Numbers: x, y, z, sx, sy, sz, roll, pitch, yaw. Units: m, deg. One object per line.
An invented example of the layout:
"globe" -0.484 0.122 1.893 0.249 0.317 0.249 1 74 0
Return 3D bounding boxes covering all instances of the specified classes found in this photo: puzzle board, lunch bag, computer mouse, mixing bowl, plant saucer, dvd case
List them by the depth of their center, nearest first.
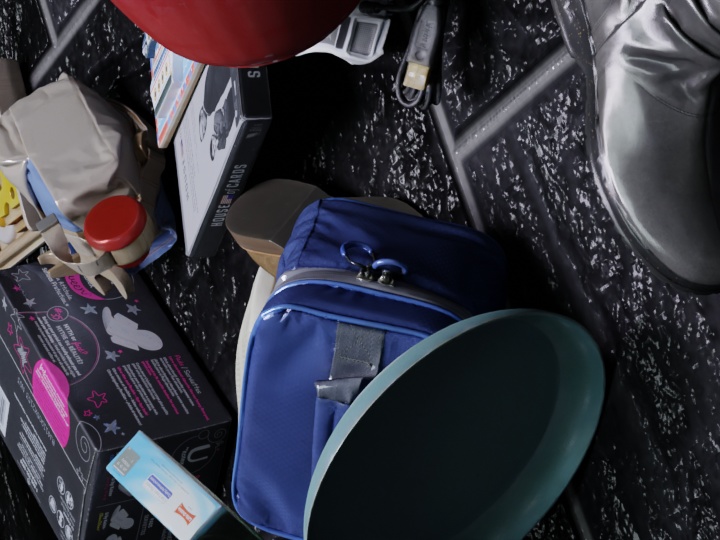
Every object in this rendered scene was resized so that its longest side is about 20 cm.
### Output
"plant saucer" 0.047 0.098 1.343 0.027 0.199 0.201 45 137 37
"mixing bowl" -0.065 -0.188 1.416 0.200 0.199 0.109 38 155 49
"lunch bag" 0.005 0.065 1.418 0.133 0.135 0.201 -71 -10 -50
"computer mouse" 0.004 -0.161 1.490 0.200 0.044 0.111 20 106 57
"dvd case" -0.095 -0.118 1.632 0.200 0.025 0.151 118 148 -62
"puzzle board" -0.124 -0.190 1.662 0.200 0.017 0.152 125 142 -65

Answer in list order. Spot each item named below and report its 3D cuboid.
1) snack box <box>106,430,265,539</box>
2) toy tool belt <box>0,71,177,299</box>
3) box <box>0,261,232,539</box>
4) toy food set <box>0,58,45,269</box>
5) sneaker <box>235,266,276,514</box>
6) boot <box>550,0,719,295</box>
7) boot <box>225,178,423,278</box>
"snack box" -0.073 0.193 1.630 0.200 0.037 0.116 47 172 -38
"toy tool belt" -0.186 -0.045 1.814 0.200 0.124 0.123 53 173 43
"box" -0.193 0.101 1.852 0.200 0.114 0.133 54 144 38
"toy food set" -0.317 -0.077 2.061 0.200 0.060 0.145 -28 75 60
"sneaker" -0.036 0.079 1.627 0.075 0.084 0.201 108 165 -54
"boot" 0.166 -0.097 1.212 0.132 0.069 0.201 -33 75 53
"boot" 0.000 0.000 1.553 0.199 0.074 0.076 22 150 50
